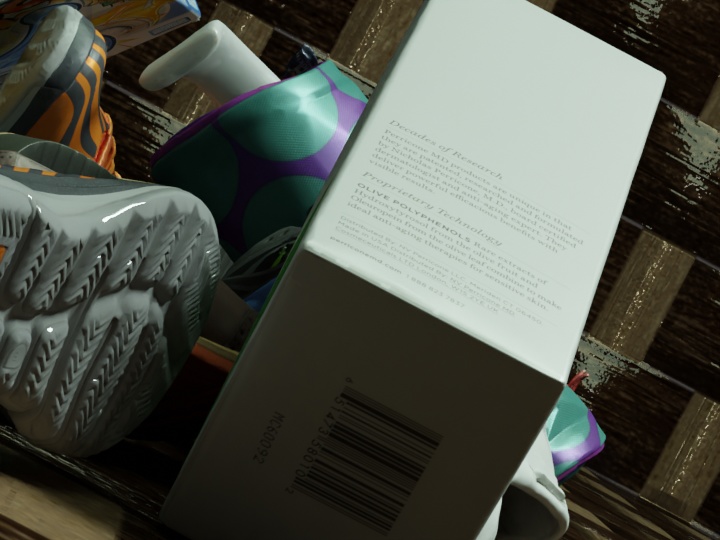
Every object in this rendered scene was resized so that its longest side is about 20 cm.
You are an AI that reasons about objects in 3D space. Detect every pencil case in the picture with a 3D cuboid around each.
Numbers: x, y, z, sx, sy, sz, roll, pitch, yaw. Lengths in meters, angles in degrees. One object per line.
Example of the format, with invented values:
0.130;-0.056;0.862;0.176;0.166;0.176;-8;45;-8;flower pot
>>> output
0.007;0.013;1.164;0.200;0.085;0.092;54;-28;-2;pencil case

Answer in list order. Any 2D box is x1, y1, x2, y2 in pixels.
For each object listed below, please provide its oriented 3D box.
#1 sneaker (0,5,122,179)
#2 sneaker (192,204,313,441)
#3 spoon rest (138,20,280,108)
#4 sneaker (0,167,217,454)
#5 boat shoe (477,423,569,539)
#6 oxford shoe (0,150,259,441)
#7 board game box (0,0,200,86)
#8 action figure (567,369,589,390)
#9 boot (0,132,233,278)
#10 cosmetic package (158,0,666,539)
-0.112;-0.037;1.275;0.112;0.078;0.200;30;-25;-4;sneaker
0.000;0.000;1.058;0.071;0.083;0.199;41;-43;-22;sneaker
-0.015;-0.023;1.249;0.200;0.099;0.061;53;16;-18;spoon rest
-0.115;-0.014;0.760;0.112;0.078;0.200;29;1;22;sneaker
0.021;0.071;0.990;0.200;0.073;0.066;0;59;-60;boat shoe
-0.063;0.011;0.957;0.071;0.073;0.200;-13;-17;21;oxford shoe
-0.181;-0.100;1.296;0.135;0.199;0.035;27;42;-75;board game box
0.058;0.075;1.323;0.065;0.099;0.200;29;-2;-3;action figure
-0.142;-0.015;1.209;0.138;0.078;0.200;13;-18;32;boot
0.021;0.004;0.877;0.084;0.108;0.200;27;30;-2;cosmetic package
